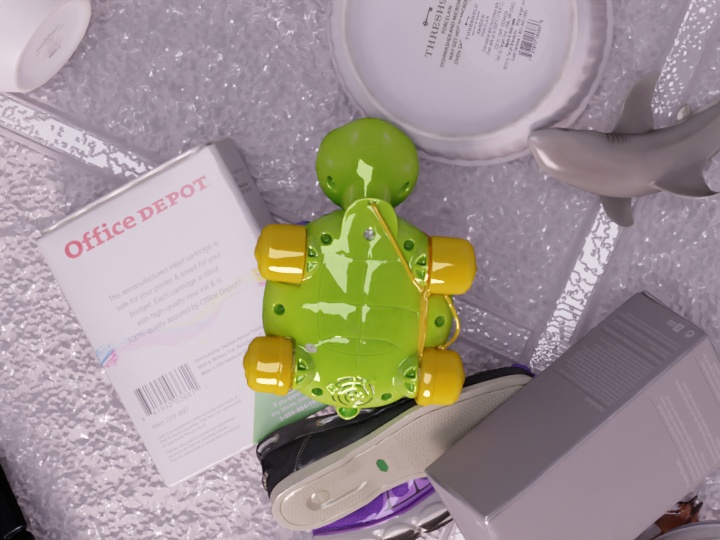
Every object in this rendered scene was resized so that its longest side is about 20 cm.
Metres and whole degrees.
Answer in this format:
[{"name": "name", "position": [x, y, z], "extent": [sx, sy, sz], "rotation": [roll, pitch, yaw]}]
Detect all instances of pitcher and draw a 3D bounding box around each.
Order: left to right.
[{"name": "pitcher", "position": [-0.271, -0.232, 1.635], "extent": [0.200, 0.121, 0.172], "rotation": [37, 84, 13]}]

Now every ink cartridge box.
[{"name": "ink cartridge box", "position": [-0.113, 0.026, 1.647], "extent": [0.145, 0.088, 0.200], "rotation": [-28, 94, 8]}]

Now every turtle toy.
[{"name": "turtle toy", "position": [0.000, 0.000, 1.551], "extent": [0.145, 0.101, 0.200], "rotation": [5, 102, -5]}]

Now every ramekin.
[{"name": "ramekin", "position": [0.071, -0.169, 1.594], "extent": [0.200, 0.105, 0.201], "rotation": [1, 95, 7]}]

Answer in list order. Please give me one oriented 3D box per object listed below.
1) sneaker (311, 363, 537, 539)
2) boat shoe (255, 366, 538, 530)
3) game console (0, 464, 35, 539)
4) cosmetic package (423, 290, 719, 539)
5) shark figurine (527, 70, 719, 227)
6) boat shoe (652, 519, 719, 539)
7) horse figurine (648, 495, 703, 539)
[{"name": "sneaker", "position": [0.049, 0.134, 1.655], "extent": [0.200, 0.081, 0.084], "rotation": [-31, 77, 0]}, {"name": "boat shoe", "position": [0.026, 0.105, 1.596], "extent": [0.200, 0.068, 0.072], "rotation": [-22, 132, 0]}, {"name": "game console", "position": [-0.307, 0.240, 1.730], "extent": [0.200, 0.116, 0.176], "rotation": [-33, 121, 10]}, {"name": "cosmetic package", "position": [0.154, 0.122, 1.573], "extent": [0.200, 0.090, 0.107], "rotation": [-35, 126, -11]}, {"name": "shark figurine", "position": [0.228, -0.088, 1.584], "extent": [0.214, 0.090, 0.128], "rotation": [-32, 128, -7]}, {"name": "boat shoe", "position": [0.188, 0.219, 1.591], "extent": [0.200, 0.070, 0.071], "rotation": [-15, 87, -6]}, {"name": "horse figurine", "position": [0.167, 0.254, 1.647], "extent": [0.132, 0.050, 0.200], "rotation": [3, 88, -11]}]
